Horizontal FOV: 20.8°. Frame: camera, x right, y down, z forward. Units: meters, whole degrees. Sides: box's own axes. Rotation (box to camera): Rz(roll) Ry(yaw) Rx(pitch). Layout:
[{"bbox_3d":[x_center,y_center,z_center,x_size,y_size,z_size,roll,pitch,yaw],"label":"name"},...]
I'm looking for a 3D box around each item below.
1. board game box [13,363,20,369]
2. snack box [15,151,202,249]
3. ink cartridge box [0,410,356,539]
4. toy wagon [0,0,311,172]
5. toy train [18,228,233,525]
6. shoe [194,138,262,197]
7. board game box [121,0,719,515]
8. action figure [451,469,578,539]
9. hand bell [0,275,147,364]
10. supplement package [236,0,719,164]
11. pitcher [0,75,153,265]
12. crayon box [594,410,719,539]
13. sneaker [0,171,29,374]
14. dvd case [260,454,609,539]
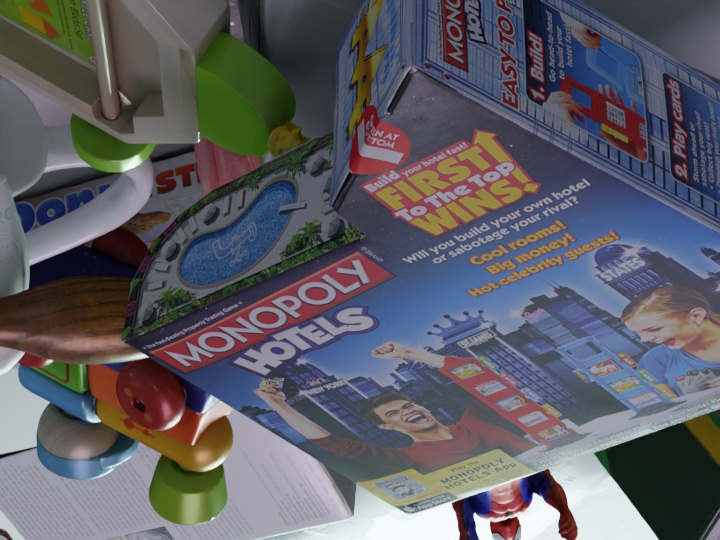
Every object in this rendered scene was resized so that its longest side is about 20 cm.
[{"bbox_3d":[-0.067,0.013,1.010,0.199,0.035,0.126,-18,168,22],"label":"board game box"},{"bbox_3d":[-0.118,-0.022,0.962,0.199,0.024,0.072,-15,158,10],"label":"snack box"},{"bbox_3d":[-0.112,0.102,1.047,0.199,0.051,0.109,-14,131,19],"label":"ink cartridge box"},{"bbox_3d":[-0.095,-0.089,0.659,0.199,0.040,0.155,29,158,10],"label":"toy wagon"},{"bbox_3d":[-0.074,0.072,0.904,0.085,0.199,0.116,-41,147,-44],"label":"toy train"},{"bbox_3d":[0.000,0.000,0.865,0.091,0.201,0.071,-27,179,43],"label":"shoe"},{"bbox_3d":[0.034,-0.013,0.601,0.199,0.062,0.200,-23,138,30],"label":"board game box"},{"bbox_3d":[0.080,0.118,1.054,0.065,0.099,0.200,-14,147,-2],"label":"action figure"},{"bbox_3d":[-0.041,0.016,0.735,0.199,0.105,0.104,0,155,-19],"label":"hand bell"},{"bbox_3d":[0.056,-0.121,0.699,0.199,0.111,0.156,-7,156,-6],"label":"supplement package"},{"bbox_3d":[-0.198,-0.008,0.843,0.171,0.122,0.200,13,138,-35],"label":"pitcher"},{"bbox_3d":[0.208,0.088,1.043,0.199,0.173,0.058,11,118,-35],"label":"crayon box"},{"bbox_3d":[-0.221,-0.012,0.719,0.199,0.075,0.089,1,118,-6],"label":"sneaker"},{"bbox_3d":[0.042,0.124,1.146,0.199,0.025,0.150,14,135,-37],"label":"dvd case"}]
